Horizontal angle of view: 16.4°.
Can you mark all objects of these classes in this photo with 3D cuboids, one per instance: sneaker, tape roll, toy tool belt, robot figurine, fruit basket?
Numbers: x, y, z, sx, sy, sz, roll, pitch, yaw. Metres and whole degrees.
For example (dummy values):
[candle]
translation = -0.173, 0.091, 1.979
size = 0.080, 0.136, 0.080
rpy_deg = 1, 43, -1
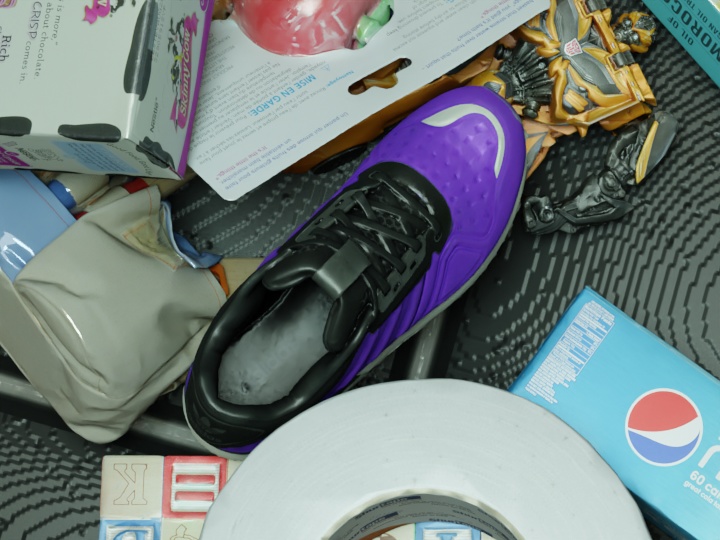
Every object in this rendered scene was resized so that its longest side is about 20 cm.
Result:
[sneaker]
translation = 0.000, 0.001, 1.056
size = 0.069, 0.100, 0.200
rpy_deg = 41, 86, 8
[tape roll]
translation = 0.028, 0.148, 1.037
size = 0.199, 0.066, 0.202
rpy_deg = -2, 73, 5
[toy tool belt]
translation = -0.130, -0.031, 1.137
size = 0.123, 0.125, 0.200
rpy_deg = -34, 79, -27
[robot figurine]
translation = 0.046, -0.069, 1.141
size = 0.199, 0.058, 0.146
rpy_deg = -27, 83, 1
[fruit basket]
translation = -0.048, -0.126, 1.111
size = 0.185, 0.094, 0.200
rpy_deg = -33, 62, -25

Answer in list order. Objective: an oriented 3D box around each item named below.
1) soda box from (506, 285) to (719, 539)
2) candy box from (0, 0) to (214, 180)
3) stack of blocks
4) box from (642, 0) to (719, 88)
[soda box]
translation = 0.161, 0.093, 1.101
size = 0.200, 0.068, 0.064
rpy_deg = 37, 85, 10
[candy box]
translation = -0.161, -0.115, 1.041
size = 0.199, 0.061, 0.137
rpy_deg = 5, 77, 22
[stack of blocks]
translation = -0.015, 0.144, 1.108
size = 0.198, 0.059, 0.116
rpy_deg = -1, 74, 6
[box]
translation = 0.183, -0.130, 1.130
size = 0.082, 0.049, 0.200
rpy_deg = -37, 80, -19
